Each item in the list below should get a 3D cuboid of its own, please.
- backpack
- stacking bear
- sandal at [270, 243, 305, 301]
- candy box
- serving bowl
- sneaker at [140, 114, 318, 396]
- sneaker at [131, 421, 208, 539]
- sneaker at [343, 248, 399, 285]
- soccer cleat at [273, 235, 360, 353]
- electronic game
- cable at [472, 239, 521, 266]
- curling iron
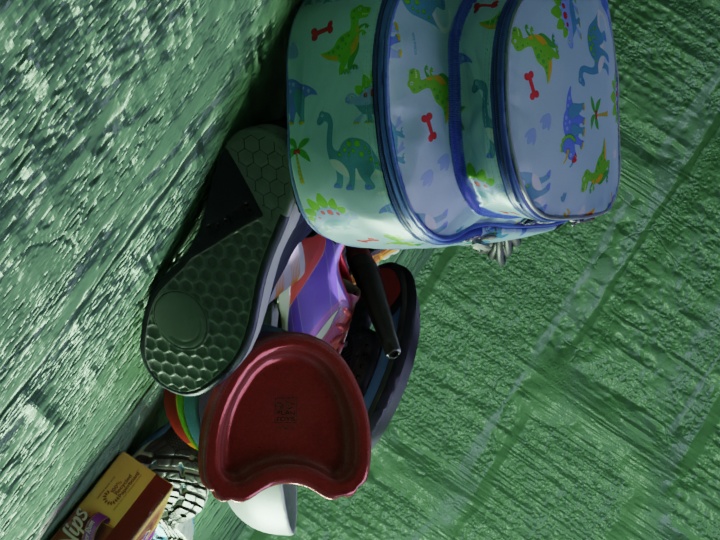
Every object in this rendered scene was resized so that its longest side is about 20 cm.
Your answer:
[{"bbox_3d":[0.059,-0.102,0.865,0.199,0.146,0.184,-13,102,-48],"label":"backpack"},{"bbox_3d":[-0.086,0.095,1.059,0.200,0.121,0.115,-179,-89,-66],"label":"stacking bear"},{"bbox_3d":[-0.057,-0.026,1.041,0.207,0.059,0.079,-54,174,-21],"label":"sandal"},{"bbox_3d":[-0.223,0.248,1.214,0.117,0.056,0.200,-53,175,-38],"label":"candy box"},{"bbox_3d":[-0.096,0.129,1.262,0.200,0.065,0.201,-5,90,-88],"label":"serving bowl"},{"bbox_3d":[-0.062,-0.018,0.960,0.203,0.077,0.146,-60,171,27],"label":"sneaker"},{"bbox_3d":[-0.169,0.174,1.282,0.200,0.078,0.090,114,-11,-57],"label":"sneaker"},{"bbox_3d":[-0.014,-0.033,1.352,0.200,0.077,0.078,-37,-160,-16],"label":"sneaker"},{"bbox_3d":[-0.034,0.043,1.184,0.068,0.073,0.201,-96,-175,-61],"label":"soccer cleat"},{"bbox_3d":[-0.007,0.087,1.246,0.200,0.041,0.201,-56,-160,32],"label":"electronic game"},{"bbox_3d":[0.116,-0.109,1.307,0.163,0.050,0.201,-120,-145,-73],"label":"cable"},{"bbox_3d":[0.000,0.000,1.213,0.200,0.025,0.050,-117,-148,-45],"label":"curling iron"}]
